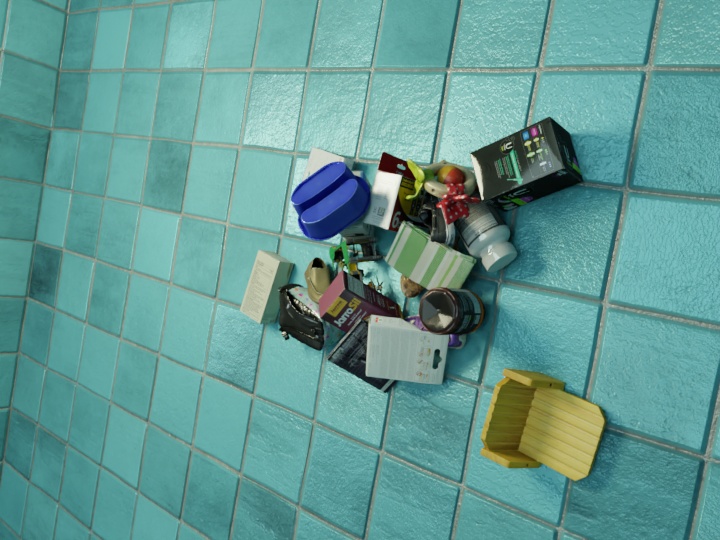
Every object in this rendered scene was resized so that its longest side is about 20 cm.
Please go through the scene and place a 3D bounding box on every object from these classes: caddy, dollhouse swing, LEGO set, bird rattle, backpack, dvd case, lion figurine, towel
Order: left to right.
[{"bbox_3d":[-0.137,0.133,1.762,0.198,0.125,0.170,26,130,38],"label":"backpack"},{"bbox_3d":[-0.071,-0.162,1.508,0.198,0.105,0.143,-34,59,3],"label":"caddy"},{"bbox_3d":[0.000,0.000,1.713,0.154,0.114,0.204,-47,54,57],"label":"LEGO set"},{"bbox_3d":[0.034,0.223,1.618,0.149,0.198,0.016,-49,22,21],"label":"dvd case"},{"bbox_3d":[0.165,-0.022,1.516,0.197,0.024,0.154,29,135,3],"label":"towel"},{"bbox_3d":[0.181,-0.009,1.585,0.197,0.072,0.125,-18,89,28],"label":"lion figurine"},{"bbox_3d":[0.197,-0.202,1.429,0.198,0.162,0.115,23,135,35],"label":"bird rattle"},{"bbox_3d":[0.395,0.345,1.356,0.175,0.179,0.204,25,101,54],"label":"dollhouse swing"}]

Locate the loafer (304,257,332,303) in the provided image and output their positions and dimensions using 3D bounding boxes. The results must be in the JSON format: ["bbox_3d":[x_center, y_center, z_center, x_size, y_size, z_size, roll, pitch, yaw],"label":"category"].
[{"bbox_3d":[-0.114,0.028,1.748,0.201,0.074,0.069,-126,42,-54],"label":"loafer"}]

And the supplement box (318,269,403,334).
[{"bbox_3d":[0.002,0.105,1.605,0.111,0.198,0.086,-49,25,22],"label":"supplement box"}]

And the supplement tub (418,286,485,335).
[{"bbox_3d":[0.223,0.097,1.467,0.105,0.199,0.110,-3,84,34],"label":"supplement tub"}]

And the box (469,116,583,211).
[{"bbox_3d":[0.374,-0.233,1.413,0.197,0.147,0.127,-21,74,32],"label":"box"}]

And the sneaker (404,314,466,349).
[{"bbox_3d":[0.167,0.154,1.575,0.197,0.083,0.083,0,87,36],"label":"sneaker"}]

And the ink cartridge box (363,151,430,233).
[{"bbox_3d":[0.113,-0.184,1.565,0.083,0.198,0.179,19,98,35],"label":"ink cartridge box"}]

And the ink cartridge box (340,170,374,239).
[{"bbox_3d":[-0.016,-0.166,1.652,0.082,0.200,0.149,-2,85,9],"label":"ink cartridge box"}]

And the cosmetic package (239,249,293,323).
[{"bbox_3d":[-0.286,0.051,1.914,0.104,0.071,0.204,28,103,34],"label":"cosmetic package"}]

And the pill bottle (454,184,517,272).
[{"bbox_3d":[0.287,-0.102,1.490,0.110,0.110,0.203,-39,66,27],"label":"pill bottle"}]

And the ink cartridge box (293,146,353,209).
[{"bbox_3d":[-0.111,-0.245,1.813,0.199,0.043,0.202,31,105,53],"label":"ink cartridge box"}]

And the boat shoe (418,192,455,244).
[{"bbox_3d":[0.171,-0.129,1.484,0.202,0.065,0.071,-99,12,-48],"label":"boat shoe"}]

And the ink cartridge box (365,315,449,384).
[{"bbox_3d":[0.114,0.197,1.555,0.195,0.050,0.165,5,120,2],"label":"ink cartridge box"}]
